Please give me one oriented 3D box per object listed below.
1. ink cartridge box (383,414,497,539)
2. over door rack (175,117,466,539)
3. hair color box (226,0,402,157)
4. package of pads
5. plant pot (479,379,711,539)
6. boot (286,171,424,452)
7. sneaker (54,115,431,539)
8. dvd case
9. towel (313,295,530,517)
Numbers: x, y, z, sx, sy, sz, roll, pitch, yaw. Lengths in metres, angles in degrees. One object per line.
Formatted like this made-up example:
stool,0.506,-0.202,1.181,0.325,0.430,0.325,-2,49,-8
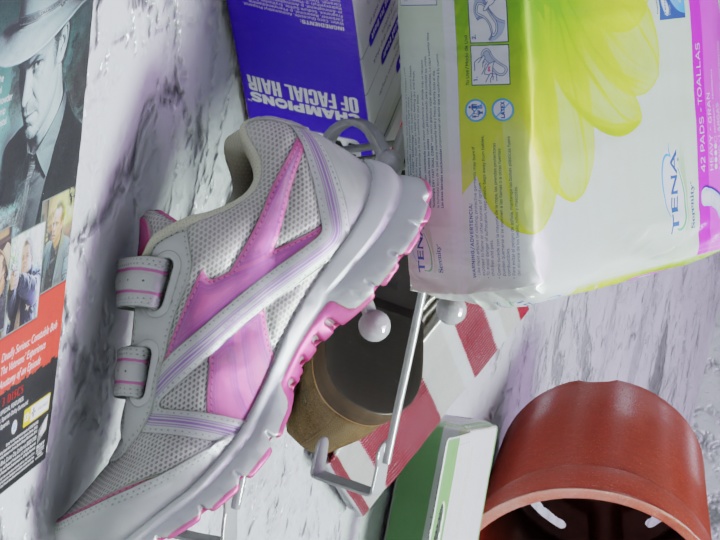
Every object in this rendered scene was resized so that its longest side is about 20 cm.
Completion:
ink cartridge box,0.035,0.160,1.682,0.200,0.048,0.146,8,92,-77
over door rack,0.007,0.028,1.228,0.148,0.067,0.200,-10,127,-61
hair color box,-0.011,-0.141,1.187,0.200,0.065,0.109,80,26,-56
package of pads,0.088,-0.069,1.194,0.200,0.068,0.155,-11,100,-56
plant pot,0.159,0.185,1.969,0.195,0.200,0.201,-74,169,-61
boot,0.000,0.000,1.406,0.075,0.074,0.200,-47,-157,51
sneaker,-0.062,0.024,1.088,0.200,0.088,0.081,-55,-171,-16
dvd case,-0.123,-0.016,0.898,0.146,0.022,0.200,-43,143,-70
towel,0.047,0.036,1.529,0.200,0.023,0.144,-51,163,-8
